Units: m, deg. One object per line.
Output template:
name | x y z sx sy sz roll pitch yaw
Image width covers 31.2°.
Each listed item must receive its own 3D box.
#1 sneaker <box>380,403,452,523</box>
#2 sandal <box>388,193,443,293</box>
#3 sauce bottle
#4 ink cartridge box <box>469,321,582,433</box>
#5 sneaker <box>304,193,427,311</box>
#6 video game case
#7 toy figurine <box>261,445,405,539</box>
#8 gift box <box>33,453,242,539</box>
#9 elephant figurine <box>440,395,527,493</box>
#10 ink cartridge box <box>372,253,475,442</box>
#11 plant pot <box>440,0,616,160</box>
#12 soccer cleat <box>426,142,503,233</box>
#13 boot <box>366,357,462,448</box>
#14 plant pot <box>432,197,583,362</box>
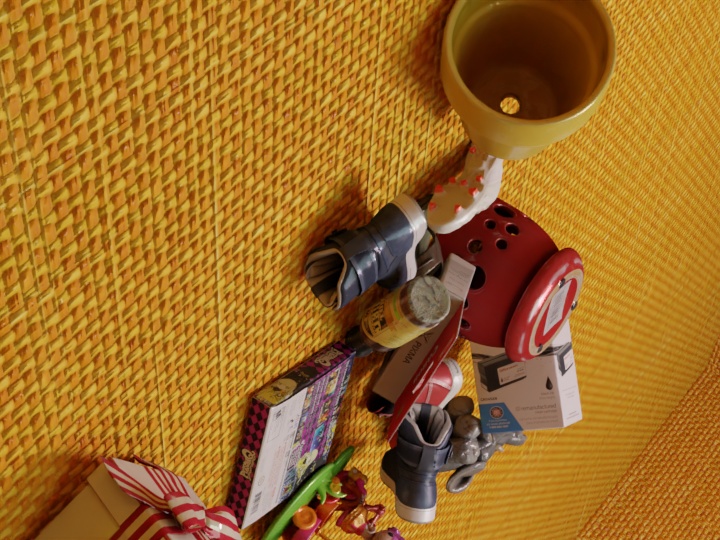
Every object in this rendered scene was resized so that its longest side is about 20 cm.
sneaker | 0.077 0.247 1.814 0.202 0.076 0.149 -125 -140 -74
sandal | 0.079 0.001 1.685 0.080 0.057 0.204 2 102 -66
sauce bottle | 0.039 0.064 1.596 0.065 0.065 0.200 -42 -177 -34
ink cartridge box | 0.253 0.143 2.004 0.084 0.143 0.203 -7 88 -60
sneaker | -0.001 -0.001 1.535 0.146 0.077 0.203 -37 163 -17
video game case | -0.088 0.208 1.638 0.181 0.036 0.202 -30 143 -49
toy figurine | -0.007 0.365 1.760 0.200 0.184 0.151 -40 165 -41
gift box | -0.227 0.291 1.292 0.187 0.200 0.184 -44 160 3
elephant figurine | 0.166 0.292 2.104 0.200 0.153 0.143 48 52 -56
ink cartridge box | 0.077 0.100 1.704 0.201 0.044 0.177 -59 -176 32
plant pot | 0.188 -0.226 1.526 0.202 0.200 0.189 -53 171 -14
soccer cleat | 0.144 -0.098 1.675 0.201 0.068 0.078 -55 143 -44
boot | 0.051 0.212 1.901 0.143 0.073 0.201 -11 142 -35
plant pot | 0.201 0.018 1.822 0.200 0.181 0.202 -41 150 -31
